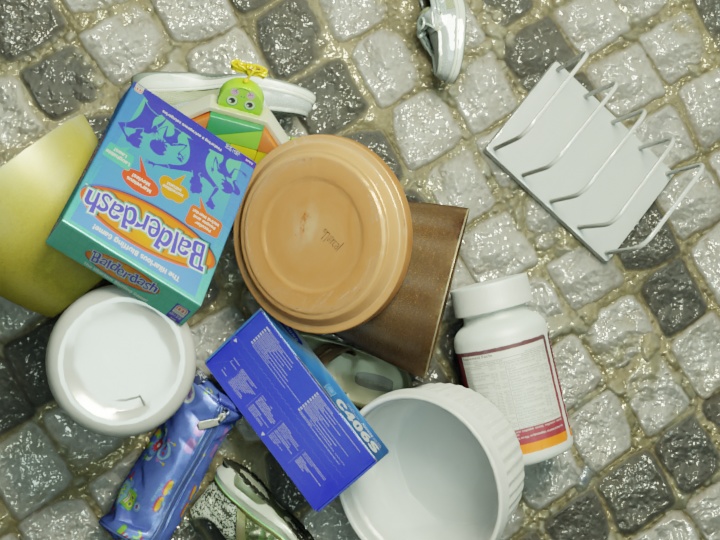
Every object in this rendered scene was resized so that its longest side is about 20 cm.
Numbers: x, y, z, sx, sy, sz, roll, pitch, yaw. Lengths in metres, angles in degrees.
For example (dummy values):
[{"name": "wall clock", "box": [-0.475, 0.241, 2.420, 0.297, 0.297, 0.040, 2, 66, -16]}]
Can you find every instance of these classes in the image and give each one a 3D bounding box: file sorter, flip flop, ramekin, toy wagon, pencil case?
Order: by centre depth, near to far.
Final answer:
[{"name": "toy wagon", "box": [-0.143, -0.132, 1.290, 0.153, 0.201, 0.040, 13, 44, -11]}, {"name": "pencil case", "box": [-0.198, 0.208, 1.306, 0.078, 0.087, 0.202, 34, 82, -25]}, {"name": "ramekin", "box": [0.082, 0.217, 1.315, 0.198, 0.105, 0.203, 6, 102, 29]}, {"name": "flip flop", "box": [-0.034, 0.116, 1.358, 0.197, 0.058, 0.082, 14, 85, -11]}, {"name": "file sorter", "box": [0.271, -0.130, 1.398, 0.200, 0.124, 0.139, 41, 81, -8]}]

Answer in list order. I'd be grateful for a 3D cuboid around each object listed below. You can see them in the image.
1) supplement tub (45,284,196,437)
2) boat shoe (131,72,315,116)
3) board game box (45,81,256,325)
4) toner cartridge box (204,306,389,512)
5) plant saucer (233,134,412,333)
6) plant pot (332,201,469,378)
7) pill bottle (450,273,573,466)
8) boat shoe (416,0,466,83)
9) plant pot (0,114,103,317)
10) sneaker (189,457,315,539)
[{"name": "supplement tub", "box": [-0.244, 0.090, 1.241, 0.142, 0.200, 0.147, 1, 87, -13]}, {"name": "boat shoe", "box": [-0.150, -0.179, 1.333, 0.199, 0.074, 0.066, 2, 93, -8]}, {"name": "board game box", "box": [-0.197, -0.068, 1.185, 0.151, 0.045, 0.202, 32, 47, -19]}, {"name": "toner cartridge box", "box": [-0.068, 0.144, 1.290, 0.095, 0.043, 0.201, -41, 82, 20]}, {"name": "plant saucer", "box": [-0.043, -0.036, 1.240, 0.197, 0.032, 0.204, 2, 95, 24]}, {"name": "plant pot", "box": [0.000, 0.000, 1.323, 0.197, 0.187, 0.190, 14, 85, 6]}, {"name": "pill bottle", "box": [0.166, 0.112, 1.374, 0.108, 0.110, 0.203, -13, 90, -12]}, {"name": "boat shoe", "box": [0.081, -0.312, 1.394, 0.064, 0.074, 0.205, -6, 85, -6]}, {"name": "plant pot", "box": [-0.316, -0.039, 1.236, 0.199, 0.200, 0.143, -39, 99, -10]}, {"name": "sneaker", "box": [-0.109, 0.302, 1.338, 0.088, 0.077, 0.200, -42, 91, 3]}]
